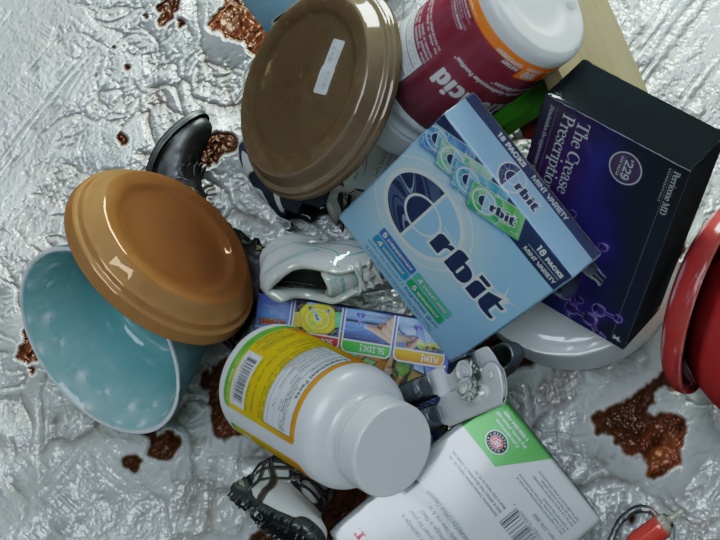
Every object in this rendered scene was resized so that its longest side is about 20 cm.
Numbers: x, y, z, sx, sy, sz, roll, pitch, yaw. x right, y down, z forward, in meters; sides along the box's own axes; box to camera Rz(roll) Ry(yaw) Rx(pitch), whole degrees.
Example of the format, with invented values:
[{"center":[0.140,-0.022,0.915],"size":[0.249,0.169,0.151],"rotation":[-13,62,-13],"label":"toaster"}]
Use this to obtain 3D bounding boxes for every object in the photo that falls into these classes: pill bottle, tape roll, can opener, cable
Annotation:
[{"center":[0.087,-0.184,1.368],"size":[0.200,0.114,0.115],"rotation":[-34,64,45],"label":"pill bottle"},{"center":[0.196,-0.011,1.482],"size":[0.201,0.071,0.204],"rotation":[-4,75,14],"label":"tape roll"},{"center":[-0.030,0.126,1.391],"size":[0.199,0.111,0.112],"rotation":[23,81,51],"label":"pill bottle"},{"center":[0.065,0.120,1.415],"size":[0.199,0.066,0.053],"rotation":[-28,73,39],"label":"can opener"},{"center":[0.215,0.277,1.408],"size":[0.199,0.050,0.098],"rotation":[-28,69,5],"label":"cable"}]

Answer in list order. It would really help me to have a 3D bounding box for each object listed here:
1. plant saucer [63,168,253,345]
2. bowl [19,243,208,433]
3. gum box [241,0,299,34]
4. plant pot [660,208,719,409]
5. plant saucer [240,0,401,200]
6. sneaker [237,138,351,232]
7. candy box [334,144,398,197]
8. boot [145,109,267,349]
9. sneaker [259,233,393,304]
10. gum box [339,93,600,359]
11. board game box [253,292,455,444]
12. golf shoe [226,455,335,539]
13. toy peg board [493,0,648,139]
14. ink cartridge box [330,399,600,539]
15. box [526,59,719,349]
[{"center":[-0.178,-0.021,1.461],"size":[0.037,0.199,0.201],"rotation":[-47,66,30],"label":"plant saucer"},{"center":[-0.222,0.046,1.533],"size":[0.200,0.202,0.105],"rotation":[29,40,20],"label":"bowl"},{"center":[-0.036,-0.297,1.550],"size":[0.169,0.200,0.045],"rotation":[-37,70,3],"label":"gum box"},{"center":[0.365,0.050,1.356],"size":[0.181,0.200,0.202],"rotation":[20,81,26],"label":"plant pot"},{"center":[-0.042,-0.162,1.399],"size":[0.199,0.029,0.202],"rotation":[-20,61,42],"label":"plant saucer"},{"center":[-0.015,-0.109,1.560],"size":[0.198,0.079,0.130],"rotation":[-25,72,6],"label":"sneaker"},{"center":[0.017,-0.136,1.495],"size":[0.198,0.061,0.137],"rotation":[16,85,-9],"label":"candy box"},{"center":[-0.143,-0.042,1.586],"size":[0.173,0.069,0.201],"rotation":[26,94,19],"label":"boot"},{"center":[0.000,0.000,1.495],"size":[0.198,0.080,0.071],"rotation":[-9,113,6],"label":"sneaker"},{"center":[0.088,-0.031,1.365],"size":[0.044,0.200,0.170],"rotation":[-36,87,-37],"label":"gum box"},{"center":[-0.010,0.102,1.508],"size":[0.198,0.034,0.137],"rotation":[9,92,17],"label":"board game box"},{"center":[-0.060,0.200,1.437],"size":[0.094,0.200,0.078],"rotation":[-43,107,-10],"label":"golf shoe"},{"center":[0.171,-0.206,1.491],"size":[0.097,0.199,0.201],"rotation":[-30,69,29],"label":"toy peg board"},{"center":[0.092,0.226,1.421],"size":[0.200,0.084,0.146],"rotation":[-39,86,2],"label":"ink cartridge box"},{"center":[0.208,-0.054,1.347],"size":[0.141,0.201,0.079],"rotation":[29,43,19],"label":"box"}]
